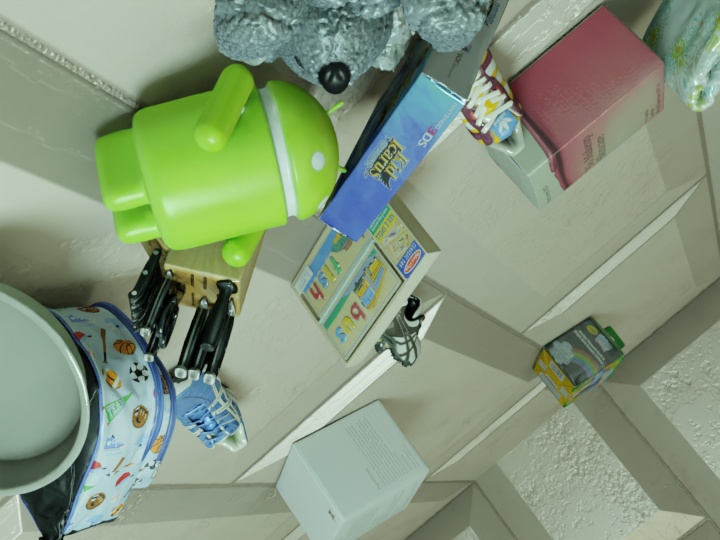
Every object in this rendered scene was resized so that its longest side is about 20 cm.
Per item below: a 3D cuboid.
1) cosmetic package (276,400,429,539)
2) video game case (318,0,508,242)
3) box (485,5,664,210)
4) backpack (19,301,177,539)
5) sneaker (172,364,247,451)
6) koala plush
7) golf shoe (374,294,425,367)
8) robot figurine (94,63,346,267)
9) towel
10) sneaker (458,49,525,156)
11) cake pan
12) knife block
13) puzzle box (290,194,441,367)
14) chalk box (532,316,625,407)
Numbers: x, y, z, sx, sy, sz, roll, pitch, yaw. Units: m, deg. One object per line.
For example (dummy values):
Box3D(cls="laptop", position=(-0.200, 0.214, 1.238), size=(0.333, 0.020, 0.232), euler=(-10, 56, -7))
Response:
Box3D(cls="cosmetic package", position=(-0.016, 0.375, 1.647), size=(0.199, 0.167, 0.168), euler=(-22, 152, -32))
Box3D(cls="video game case", position=(0.048, -0.148, 0.795), size=(0.200, 0.045, 0.182), euler=(-50, -167, 49))
Box3D(cls="box", position=(0.250, -0.189, 1.083), size=(0.200, 0.109, 0.128), euler=(-40, 157, 4))
Box3D(cls="backpack", position=(-0.262, 0.130, 0.862), size=(0.153, 0.200, 0.191), euler=(-17, 143, -49))
Box3D(cls="sneaker", position=(-0.193, 0.178, 1.163), size=(0.075, 0.077, 0.200), euler=(-36, 155, 2))
Box3D(cls="koala plush", position=(-0.017, -0.204, 0.649), size=(0.175, 0.186, 0.200), euler=(-5, 164, -6))
Box3D(cls="golf shoe", position=(0.067, 0.084, 1.357), size=(0.094, 0.078, 0.200), euler=(-41, 157, 8))
Box3D(cls="robot figurine", position=(-0.107, -0.086, 0.733), size=(0.198, 0.116, 0.176), euler=(-14, 145, -8))
Box3D(cls="towel", position=(0.391, -0.297, 1.009), size=(0.048, 0.172, 0.201), euler=(17, 119, -10))
Box3D(cls="sneaker", position=(0.125, -0.183, 0.943), size=(0.075, 0.090, 0.200), euler=(-43, 155, 12))
Box3D(cls="cake pan", position=(-0.311, 0.091, 0.742), size=(0.200, 0.200, 0.037), euler=(-48, -169, 22))
Box3D(cls="knife block", position=(-0.121, -0.003, 0.818), size=(0.199, 0.176, 0.064), euler=(-26, 156, -24))
Box3D(cls="puzzle box", position=(0.000, 0.000, 1.045), size=(0.025, 0.133, 0.201), euler=(-12, 145, -44))
Box3D(cls="chalk box", position=(0.530, 0.206, 2.153), size=(0.199, 0.125, 0.124), euler=(-28, 154, -18))
